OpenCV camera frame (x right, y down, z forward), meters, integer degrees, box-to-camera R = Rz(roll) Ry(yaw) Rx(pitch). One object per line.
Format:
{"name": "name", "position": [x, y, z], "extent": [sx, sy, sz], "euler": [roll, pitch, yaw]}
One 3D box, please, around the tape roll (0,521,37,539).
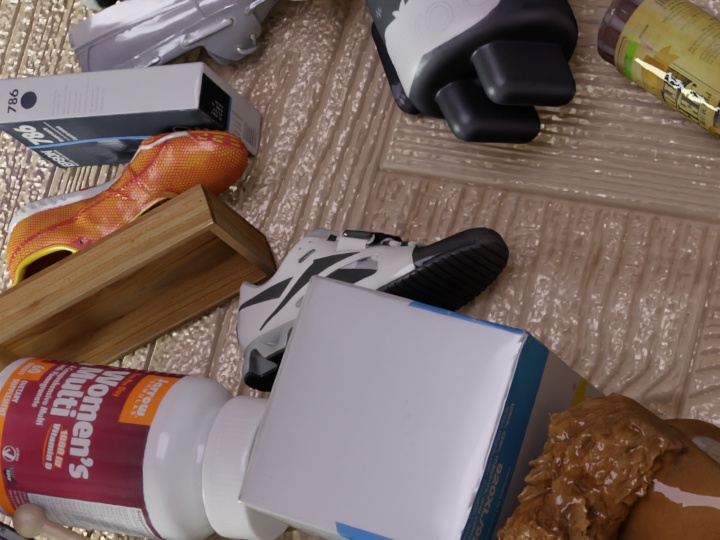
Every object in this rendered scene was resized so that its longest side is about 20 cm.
{"name": "tape roll", "position": [-0.221, 0.216, 1.616], "extent": [0.199, 0.200, 0.085], "euler": [26, 83, 28]}

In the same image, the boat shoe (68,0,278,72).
{"name": "boat shoe", "position": [-0.105, -0.175, 1.780], "extent": [0.199, 0.072, 0.069], "euler": [-21, 94, 3]}

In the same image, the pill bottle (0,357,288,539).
{"name": "pill bottle", "position": [-0.143, 0.120, 1.667], "extent": [0.199, 0.110, 0.110], "euler": [5, 74, 25]}

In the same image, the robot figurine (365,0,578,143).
{"name": "robot figurine", "position": [0.070, -0.180, 1.672], "extent": [0.150, 0.125, 0.201], "euler": [-26, 64, 7]}

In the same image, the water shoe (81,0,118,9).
{"name": "water shoe", "position": [-0.125, -0.260, 1.811], "extent": [0.079, 0.071, 0.200], "euler": [38, 91, 24]}

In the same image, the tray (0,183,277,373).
{"name": "tray", "position": [-0.165, 0.017, 1.714], "extent": [0.199, 0.099, 0.037], "euler": [-29, 60, 13]}

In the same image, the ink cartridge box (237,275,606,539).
{"name": "ink cartridge box", "position": [0.047, 0.110, 1.537], "extent": [0.147, 0.200, 0.145], "euler": [14, 80, 26]}

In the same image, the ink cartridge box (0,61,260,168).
{"name": "ink cartridge box", "position": [-0.179, -0.105, 1.765], "extent": [0.199, 0.099, 0.039], "euler": [-2, 73, 23]}

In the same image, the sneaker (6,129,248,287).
{"name": "sneaker", "position": [-0.156, -0.033, 1.745], "extent": [0.199, 0.073, 0.077], "euler": [-29, 50, 24]}

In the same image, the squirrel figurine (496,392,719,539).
{"name": "squirrel figurine", "position": [0.152, 0.180, 1.481], "extent": [0.187, 0.199, 0.142], "euler": [-58, 26, 13]}

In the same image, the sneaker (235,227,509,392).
{"name": "sneaker", "position": [0.000, 0.000, 1.666], "extent": [0.199, 0.074, 0.089], "euler": [-24, 61, 19]}

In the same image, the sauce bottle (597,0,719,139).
{"name": "sauce bottle", "position": [0.239, -0.113, 1.607], "extent": [0.200, 0.065, 0.065], "euler": [37, 89, 30]}

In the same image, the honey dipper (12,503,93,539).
{"name": "honey dipper", "position": [-0.134, 0.198, 1.636], "extent": [0.199, 0.038, 0.038], "euler": [25, 83, 5]}
